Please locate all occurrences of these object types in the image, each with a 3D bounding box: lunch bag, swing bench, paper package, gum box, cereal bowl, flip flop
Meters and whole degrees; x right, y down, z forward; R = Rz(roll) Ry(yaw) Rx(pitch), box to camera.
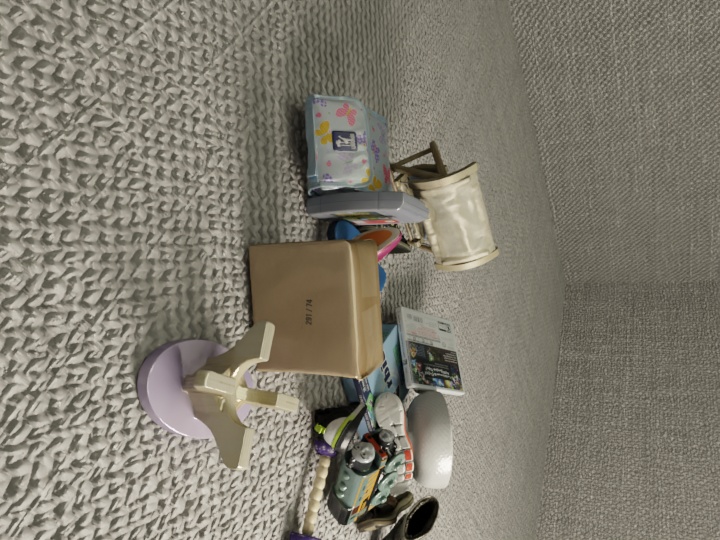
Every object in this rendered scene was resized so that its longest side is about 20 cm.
[{"bbox_3d":[-0.027,-0.214,1.005,0.199,0.126,0.172,8,76,-57],"label":"lunch bag"},{"bbox_3d":[0.157,-0.122,1.080,0.200,0.129,0.200,-124,-170,-60],"label":"swing bench"},{"bbox_3d":[-0.069,0.055,0.845,0.103,0.189,0.203,-9,97,-64],"label":"paper package"},{"bbox_3d":[0.041,0.240,1.176,0.200,0.044,0.172,-48,130,-52],"label":"gum box"},{"bbox_3d":[0.133,0.362,1.170,0.200,0.082,0.203,180,-90,-84],"label":"cereal bowl"},{"bbox_3d":[0.052,0.500,1.158,0.199,0.081,0.058,-1,66,-60],"label":"flip flop"}]

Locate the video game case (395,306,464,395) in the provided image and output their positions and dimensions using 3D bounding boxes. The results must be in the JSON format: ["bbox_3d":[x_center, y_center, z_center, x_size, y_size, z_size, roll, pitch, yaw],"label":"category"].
[{"bbox_3d":[0.161,0.188,1.258,0.199,0.023,0.184,19,55,-43],"label":"video game case"}]

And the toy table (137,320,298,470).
[{"bbox_3d":[-0.177,0.158,0.722,0.199,0.116,0.186,17,73,-58],"label":"toy table"}]

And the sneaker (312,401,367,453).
[{"bbox_3d":[-0.041,0.269,1.002,0.072,0.082,0.200,-64,172,-2],"label":"sneaker"}]

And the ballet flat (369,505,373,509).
[{"bbox_3d":[0.033,0.434,1.125,0.069,0.063,0.200,63,29,1],"label":"ballet flat"}]

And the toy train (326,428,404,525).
[{"bbox_3d":[0.007,0.372,0.987,0.113,0.085,0.202,-16,135,-38],"label":"toy train"}]

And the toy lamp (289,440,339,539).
[{"bbox_3d":[-0.079,0.400,0.941,0.058,0.058,0.202,47,48,-49],"label":"toy lamp"}]

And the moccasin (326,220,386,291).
[{"bbox_3d":[-0.020,-0.018,1.065,0.201,0.068,0.081,57,49,-41],"label":"moccasin"}]

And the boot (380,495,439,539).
[{"bbox_3d":[0.084,0.545,1.090,0.182,0.072,0.200,-53,172,-27],"label":"boot"}]

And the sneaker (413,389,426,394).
[{"bbox_3d":[0.143,0.213,1.314,0.201,0.079,0.071,-70,146,-46],"label":"sneaker"}]

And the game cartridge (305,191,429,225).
[{"bbox_3d":[0.008,-0.111,0.983,0.133,0.198,0.041,18,75,-58],"label":"game cartridge"}]

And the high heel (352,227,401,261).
[{"bbox_3d":[0.000,0.000,0.982,0.096,0.199,0.068,49,12,-41],"label":"high heel"}]

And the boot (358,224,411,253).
[{"bbox_3d":[0.059,-0.123,1.206,0.203,0.073,0.156,22,67,-60],"label":"boot"}]

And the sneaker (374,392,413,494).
[{"bbox_3d":[0.076,0.346,1.114,0.082,0.076,0.203,13,74,-73],"label":"sneaker"}]
